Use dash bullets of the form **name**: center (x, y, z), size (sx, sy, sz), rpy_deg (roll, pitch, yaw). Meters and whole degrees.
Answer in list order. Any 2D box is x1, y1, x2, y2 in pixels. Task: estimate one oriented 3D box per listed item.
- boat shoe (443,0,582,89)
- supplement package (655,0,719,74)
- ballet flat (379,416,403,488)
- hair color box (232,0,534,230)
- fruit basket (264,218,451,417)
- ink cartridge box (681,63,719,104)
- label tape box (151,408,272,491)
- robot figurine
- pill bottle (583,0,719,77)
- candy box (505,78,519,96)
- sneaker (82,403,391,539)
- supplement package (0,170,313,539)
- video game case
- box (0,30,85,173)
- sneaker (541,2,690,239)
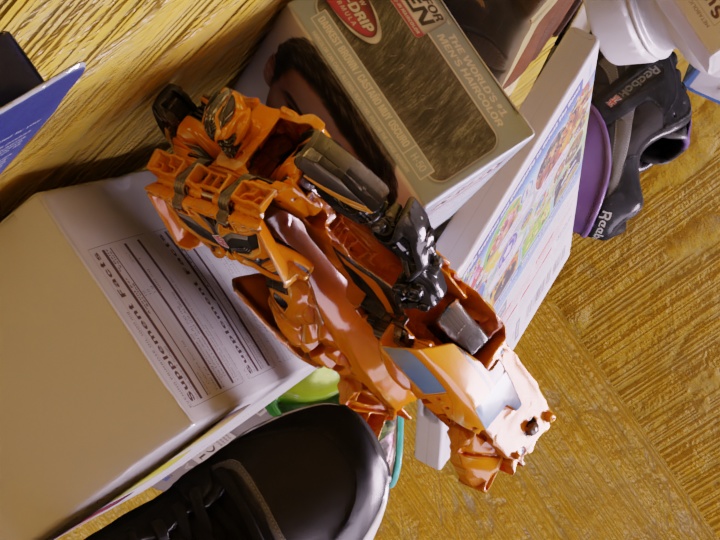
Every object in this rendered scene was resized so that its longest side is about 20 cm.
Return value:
- **boat shoe**: center (0.064, -0.122, 1.173), size (0.067, 0.072, 0.200), rpy_deg (-31, 173, -24)
- **supplement package**: center (0.204, -0.190, 1.253), size (0.199, 0.114, 0.110), rpy_deg (-35, 176, 5)
- **ballet flat**: center (-0.001, 0.028, 1.540), size (0.069, 0.071, 0.201), rpy_deg (116, -13, -57)
- **hair color box**: center (-0.002, -0.056, 1.205), size (0.060, 0.099, 0.200), rpy_deg (-33, 176, -19)
- **fruit basket**: center (0.000, 0.000, 1.408), size (0.185, 0.094, 0.200), rpy_deg (-33, 161, -18)
- **ink cartridge box**: center (0.259, -0.192, 1.552), size (0.201, 0.076, 0.137), rpy_deg (-64, -177, -25)
- **label tape box**: center (-0.088, 0.047, 1.636), size (0.200, 0.063, 0.145), rpy_deg (-39, -157, 49)
- **robot figurine**: center (-0.009, 0.004, 1.124), size (0.145, 0.200, 0.058), rpy_deg (19, -113, 47)
- **pill bottle**: center (0.213, -0.155, 1.387), size (0.199, 0.113, 0.112), rpy_deg (-6, -170, 24)
- **candy box**: center (0.017, -0.079, 1.455), size (0.115, 0.055, 0.200), rpy_deg (-34, 178, -4)
- **sneaker**: center (-0.077, 0.125, 1.117), size (0.200, 0.076, 0.088), rpy_deg (-36, 170, 12)
- **supplement package**: center (-0.110, 0.035, 1.190), size (0.114, 0.110, 0.200), rpy_deg (-36, 176, 16)
- **video game case**: center (0.067, -0.006, 1.346), size (0.144, 0.018, 0.200), rpy_deg (-57, 166, -25)
- **box**: center (-0.163, -0.009, 0.848), size (0.121, 0.032, 0.200), rpy_deg (-33, 178, -33)
- **sneaker**: center (0.142, -0.099, 1.538), size (0.201, 0.087, 0.076), rpy_deg (-62, 178, -29)
